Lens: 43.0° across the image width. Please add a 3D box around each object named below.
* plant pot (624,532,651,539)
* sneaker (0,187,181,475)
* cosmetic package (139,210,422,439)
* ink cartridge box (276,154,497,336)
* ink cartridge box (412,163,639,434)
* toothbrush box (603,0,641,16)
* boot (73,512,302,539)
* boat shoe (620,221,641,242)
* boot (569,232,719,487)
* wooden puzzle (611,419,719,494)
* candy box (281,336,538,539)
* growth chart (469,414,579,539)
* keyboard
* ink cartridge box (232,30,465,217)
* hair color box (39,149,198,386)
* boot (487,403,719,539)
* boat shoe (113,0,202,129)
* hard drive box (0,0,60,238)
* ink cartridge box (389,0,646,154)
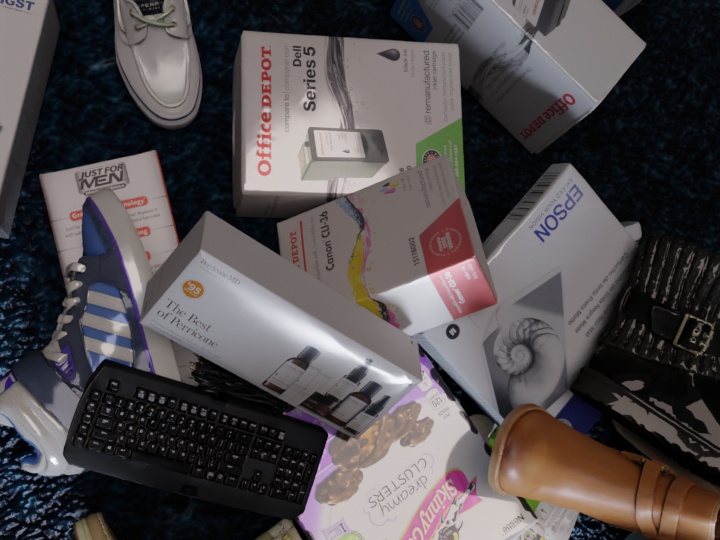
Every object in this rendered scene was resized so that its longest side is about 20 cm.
[{"bbox_3d":[0.280,0.293,0.772,0.197,0.201,0.136,10,43,-10],"label":"plant pot"},{"bbox_3d":[-0.222,0.051,0.684,0.145,0.080,0.203,-17,91,-20],"label":"sneaker"},{"bbox_3d":[-0.054,0.046,0.672,0.199,0.051,0.083,32,118,-24],"label":"cosmetic package"},{"bbox_3d":[0.000,0.000,0.750,0.198,0.068,0.117,-22,47,12],"label":"ink cartridge box"},{"bbox_3d":[0.172,0.048,0.789,0.200,0.041,0.200,45,80,-16],"label":"ink cartridge box"},{"bbox_3d":[0.220,-0.353,0.876,0.085,0.146,0.201,-34,87,-15],"label":"toothbrush box"},{"bbox_3d":[-0.122,0.245,0.741,0.154,0.072,0.201,-37,94,-15],"label":"boot"},{"bbox_3d":[0.182,0.024,0.849,0.198,0.071,0.092,-22,98,-15],"label":"boat shoe"},{"bbox_3d":[0.292,0.080,0.743,0.210,0.079,0.159,32,83,5],"label":"boot"},{"bbox_3d":[0.357,0.152,0.823,0.184,0.038,0.200,-27,46,-20],"label":"wooden puzzle"},{"bbox_3d":[0.023,0.177,0.773,0.167,0.072,0.201,-34,83,-13],"label":"candy box"},{"bbox_3d":[0.134,0.224,0.826,0.143,0.018,0.202,26,75,-6],"label":"growth chart"},{"bbox_3d":[-0.108,0.116,0.672,0.198,0.039,0.105,22,77,-30],"label":"keyboard"},{"bbox_3d":[-0.014,-0.125,0.819,0.197,0.084,0.148,0,80,-12],"label":"ink cartridge box"},{"bbox_3d":[-0.196,0.011,0.771,0.100,0.061,0.203,-13,84,-13],"label":"hair color box"},{"bbox_3d":[0.198,0.166,0.707,0.199,0.154,0.075,21,87,-50],"label":"boot"},{"bbox_3d":[-0.189,-0.228,0.809,0.073,0.067,0.203,-16,84,-13],"label":"boat shoe"},{"bbox_3d":[-0.351,-0.145,0.757,0.154,0.077,0.203,11,78,-10],"label":"hard drive box"},{"bbox_3d":[0.137,-0.221,0.836,0.200,0.145,0.084,44,74,-2],"label":"ink cartridge box"}]
